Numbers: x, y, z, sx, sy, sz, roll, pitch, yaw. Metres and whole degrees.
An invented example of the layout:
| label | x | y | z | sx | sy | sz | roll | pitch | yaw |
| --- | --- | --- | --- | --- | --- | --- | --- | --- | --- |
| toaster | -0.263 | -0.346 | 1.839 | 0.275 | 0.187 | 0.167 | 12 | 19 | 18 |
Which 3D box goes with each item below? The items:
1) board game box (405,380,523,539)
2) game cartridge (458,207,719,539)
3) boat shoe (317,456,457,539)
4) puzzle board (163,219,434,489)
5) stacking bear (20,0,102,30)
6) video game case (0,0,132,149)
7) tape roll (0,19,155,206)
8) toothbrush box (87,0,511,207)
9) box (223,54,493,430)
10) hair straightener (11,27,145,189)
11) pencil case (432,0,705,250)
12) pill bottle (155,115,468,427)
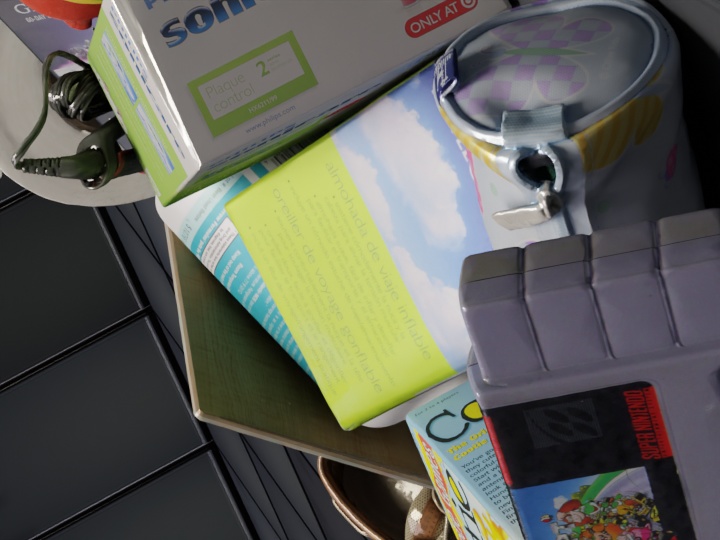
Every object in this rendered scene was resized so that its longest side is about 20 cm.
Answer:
| label | x | y | z | sx | sy | sz | roll | pitch | yaw |
| --- | --- | --- | --- | --- | --- | --- | --- | --- | --- |
| board game box | 0.113 | 0.116 | 0.942 | 0.104 | 0.104 | 0.200 | 67 | 170 | -28 |
| game cartridge | 0.112 | 0.067 | 0.744 | 0.039 | 0.129 | 0.201 | -93 | -14 | -50 |
| boat shoe | 0.053 | 0.144 | 1.263 | 0.199 | 0.076 | 0.072 | 22 | -175 | 38 |
| puzzle board | -0.036 | 0.018 | 1.201 | 0.150 | 0.017 | 0.201 | 19 | -141 | -31 |
| stacking bear | -0.117 | -0.169 | 1.034 | 0.122 | 0.113 | 0.200 | 61 | 160 | 2 |
| video game case | -0.091 | -0.103 | 1.237 | 0.200 | 0.142 | 0.019 | 49 | -136 | -45 |
| tape roll | -0.140 | -0.137 | 1.303 | 0.071 | 0.201 | 0.203 | 53 | 167 | 44 |
| toothbrush box | -0.034 | -0.102 | 1.001 | 0.087 | 0.145 | 0.200 | 62 | 170 | 0 |
| box | 0.030 | -0.016 | 0.999 | 0.200 | 0.047 | 0.123 | -30 | 88 | 52 |
| hair straightener | -0.122 | -0.080 | 1.128 | 0.077 | 0.041 | 0.200 | 63 | -155 | 0 |
| pencil case | 0.089 | 0.000 | 0.812 | 0.091 | 0.082 | 0.201 | -95 | -12 | -50 |
| pill bottle | 0.000 | 0.000 | 1.144 | 0.200 | 0.111 | 0.111 | 47 | 169 | 7 |
